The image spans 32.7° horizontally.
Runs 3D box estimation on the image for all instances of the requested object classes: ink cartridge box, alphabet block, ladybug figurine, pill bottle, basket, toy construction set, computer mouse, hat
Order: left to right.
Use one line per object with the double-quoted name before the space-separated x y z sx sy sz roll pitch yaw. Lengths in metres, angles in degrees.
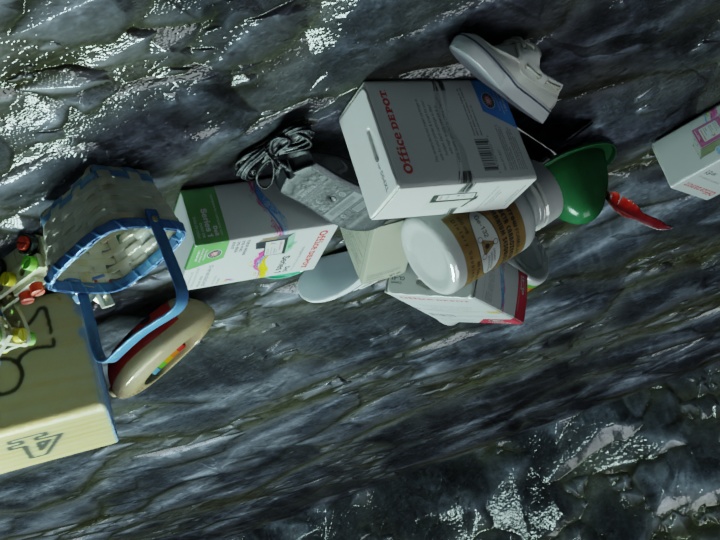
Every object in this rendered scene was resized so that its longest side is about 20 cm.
"alphabet block" -0.468 0.161 1.745 0.200 0.196 0.196 -13 157 -11
"toy construction set" -0.411 0.033 1.539 0.200 0.131 0.092 -26 158 11
"basket" -0.281 -0.012 1.434 0.176 0.200 0.139 -32 155 35
"ladybug figurine" -0.310 0.112 1.855 0.200 0.072 0.136 -43 173 -7
"ink cartridge box" -0.144 -0.051 1.620 0.200 0.084 0.145 -10 158 -22
"computer mouse" -0.044 -0.120 1.530 0.200 0.053 0.138 32 137 -29
"ink cartridge box" 0.091 -0.148 1.479 0.200 0.146 0.084 -6 157 -29
"ink cartridge box" 0.148 0.021 1.839 0.147 0.086 0.200 2 166 28
"pill bottle" 0.205 0.014 2.040 0.111 0.111 0.200 4 150 -46
"pill bottle" 0.161 -0.062 1.589 0.200 0.114 0.114 -30 166 -24
"hat" 0.337 -0.076 1.799 0.165 0.176 0.200 -25 163 4
"ink cartridge box" 0.563 -0.193 1.845 0.200 0.085 0.144 -30 157 33

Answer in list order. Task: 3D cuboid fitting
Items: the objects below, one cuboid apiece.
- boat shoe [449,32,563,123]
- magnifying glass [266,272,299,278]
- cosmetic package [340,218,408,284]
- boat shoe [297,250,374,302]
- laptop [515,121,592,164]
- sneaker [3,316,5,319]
"boat shoe" 0.178 -0.241 1.439 0.200 0.071 0.070 27 99 -47
"magnifying glass" -0.137 -0.021 1.795 0.080 0.022 0.200 -25 158 20
"cosmetic package" 0.026 -0.069 1.691 0.071 0.105 0.200 -16 161 -12
"boat shoe" 0.000 0.000 1.889 0.200 0.074 0.065 -23 155 17
"laptop" 0.188 -0.168 1.707 0.200 0.116 0.187 30 136 -25
"sneaker" -0.551 0.053 1.560 0.200 0.075 0.106 -11 161 -15
